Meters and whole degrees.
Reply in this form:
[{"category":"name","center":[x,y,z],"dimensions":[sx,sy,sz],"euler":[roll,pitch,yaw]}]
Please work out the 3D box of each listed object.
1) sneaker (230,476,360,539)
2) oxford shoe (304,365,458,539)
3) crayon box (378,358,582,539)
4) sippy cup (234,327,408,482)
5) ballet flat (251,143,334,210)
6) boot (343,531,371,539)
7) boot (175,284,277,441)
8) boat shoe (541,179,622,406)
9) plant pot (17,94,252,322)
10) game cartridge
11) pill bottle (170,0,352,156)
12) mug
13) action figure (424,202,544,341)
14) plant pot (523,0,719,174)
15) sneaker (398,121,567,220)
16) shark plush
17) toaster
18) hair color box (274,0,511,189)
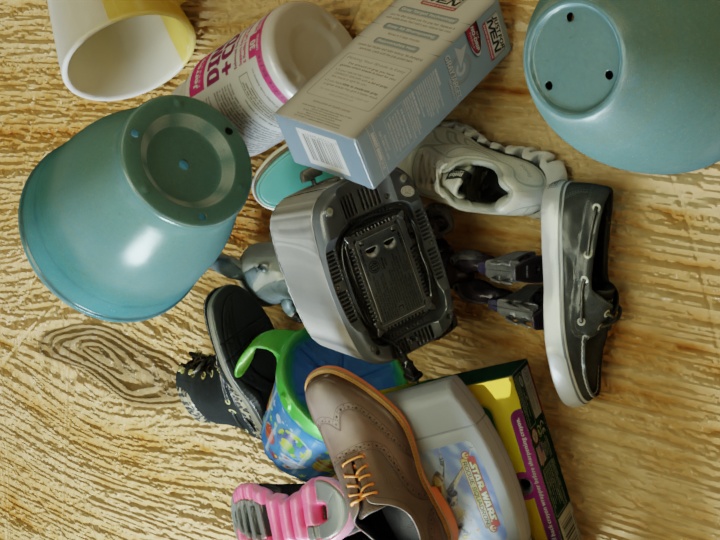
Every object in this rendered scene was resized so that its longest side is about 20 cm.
[{"category":"sneaker","center":[-0.050,0.242,1.414],"dimensions":[0.200,0.095,0.079],"euler":[-12,85,47]},{"category":"oxford shoe","center":[0.012,0.171,1.198],"dimensions":[0.071,0.073,0.200],"euler":[-36,89,26]},{"category":"crayon box","center":[0.094,0.197,1.284],"dimensions":[0.172,0.058,0.200],"euler":[-14,98,25]},{"category":"sippy cup","center":[-0.037,0.142,1.411],"dimensions":[0.178,0.140,0.130],"euler":[63,145,26]},{"category":"ballet flat","center":[-0.015,-0.126,1.331],"dimensions":[0.200,0.069,0.069],"euler":[-34,73,12]},{"category":"boot","center":[-0.010,0.343,1.450],"dimensions":[0.211,0.079,0.158],"euler":[20,107,54]},{"category":"boot","center":[-0.152,0.100,1.512],"dimensions":[0.154,0.073,0.204],"euler":[8,130,45]},{"category":"boat shoe","center":[0.192,0.022,1.202],"dimensions":[0.057,0.069,0.200],"euler":[1,104,28]},{"category":"plant pot","center":[-0.204,-0.072,1.357],"dimensions":[0.188,0.200,0.200],"euler":[-32,76,54]},{"category":"game cartridge","center":[0.073,0.197,1.241],"dimensions":[0.133,0.042,0.200],"euler":[-18,97,30]},{"category":"pill bottle","center":[-0.103,-0.180,1.405],"dimensions":[0.200,0.113,0.113],"euler":[-23,83,47]},{"category":"mug","center":[-0.259,-0.296,1.543],"dimensions":[0.149,0.186,0.153],"euler":[96,152,-63]},{"category":"action figure","center":[0.093,0.003,1.293],"dimensions":[0.200,0.069,0.130],"euler":[11,119,47]},{"category":"plant pot","center":[0.205,-0.168,1.102],"dimensions":[0.200,0.135,0.200],"euler":[12,107,42]},{"category":"sneaker","center":[0.088,-0.089,1.270],"dimensions":[0.200,0.081,0.075],"euler":[15,111,42]},{"category":"shark plush","center":[-0.068,0.014,1.441],"dimensions":[0.200,0.091,0.083],"euler":[9,121,48]},{"category":"toaster","center":[0.000,0.000,1.271],"dimensions":[0.129,0.114,0.200],"euler":[7,121,62]},{"category":"hair color box","center":[0.031,-0.165,1.226],"dimensions":[0.099,0.200,0.061],"euler":[22,148,39]}]
